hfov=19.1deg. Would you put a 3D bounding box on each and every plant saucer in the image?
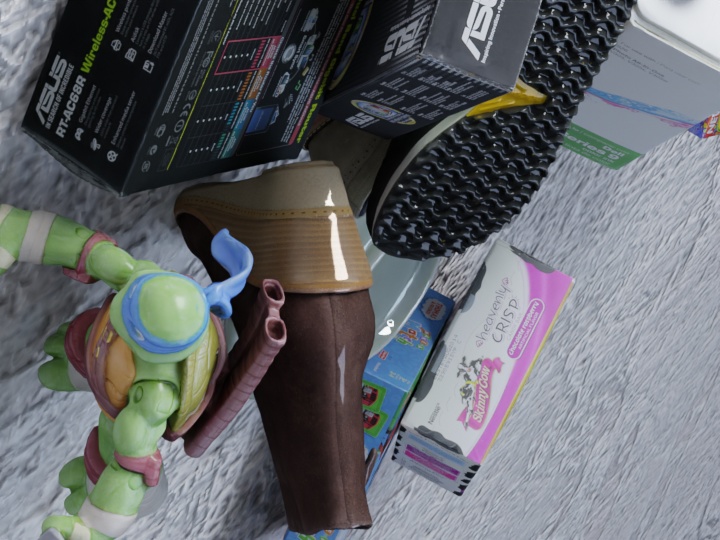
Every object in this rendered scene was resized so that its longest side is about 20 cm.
[{"bbox_3d":[0.000,0.000,1.255,0.200,0.050,0.200,-47,157,-26],"label":"plant saucer"}]

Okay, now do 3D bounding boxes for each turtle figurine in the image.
[{"bbox_3d":[-0.138,0.052,0.930,0.200,0.144,0.194,-42,172,-16],"label":"turtle figurine"}]

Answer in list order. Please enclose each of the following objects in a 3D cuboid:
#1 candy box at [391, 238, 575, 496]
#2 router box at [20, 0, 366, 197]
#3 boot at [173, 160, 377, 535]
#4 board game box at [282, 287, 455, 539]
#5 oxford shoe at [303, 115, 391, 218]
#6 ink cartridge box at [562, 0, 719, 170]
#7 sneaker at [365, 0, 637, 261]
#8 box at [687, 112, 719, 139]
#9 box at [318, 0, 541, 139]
[{"bbox_3d":[0.078,0.070,1.427,0.137,0.061,0.200,-62,175,-10],"label":"candy box"},{"bbox_3d":[-0.049,-0.138,0.920,0.150,0.062,0.201,-16,136,-60],"label":"router box"},{"bbox_3d":[-0.041,0.040,1.012,0.200,0.072,0.167,169,-83,-74],"label":"boot"},{"bbox_3d":[-0.005,0.122,1.384,0.201,0.036,0.151,-65,177,25],"label":"board game box"},{"bbox_3d":[0.062,-0.098,1.109,0.200,0.075,0.070,-32,169,10],"label":"oxford shoe"},{"bbox_3d":[0.170,-0.155,1.201,0.146,0.087,0.200,-67,-171,-16],"label":"ink cartridge box"},{"bbox_3d":[0.062,-0.098,1.049,0.070,0.090,0.200,17,121,-27],"label":"sneaker"},{"bbox_3d":[0.252,-0.210,1.409,0.192,0.122,0.201,-17,136,-58],"label":"box"},{"bbox_3d":[0.043,-0.148,0.949,0.200,0.044,0.161,173,-63,-76],"label":"box"}]
